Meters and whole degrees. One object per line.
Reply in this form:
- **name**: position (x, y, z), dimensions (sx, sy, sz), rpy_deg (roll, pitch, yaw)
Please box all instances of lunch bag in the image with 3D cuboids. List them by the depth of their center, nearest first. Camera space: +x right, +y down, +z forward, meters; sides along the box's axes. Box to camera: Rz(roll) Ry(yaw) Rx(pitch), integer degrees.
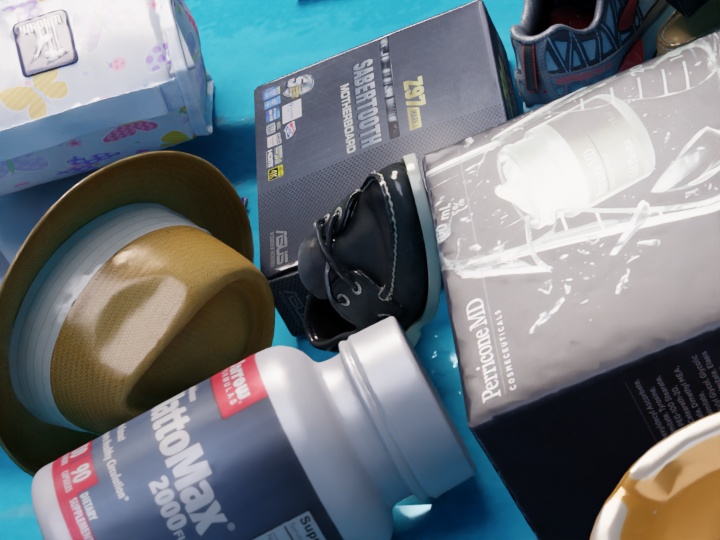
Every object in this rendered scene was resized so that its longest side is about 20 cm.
- **lunch bag**: position (-0.183, -0.122, 1.455), dimensions (0.169, 0.127, 0.200), rpy_deg (-17, 19, 3)

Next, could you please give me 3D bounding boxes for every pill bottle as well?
- **pill bottle**: position (-0.051, 0.107, 1.154), dimensions (0.200, 0.120, 0.120), rpy_deg (-28, 37, 2)

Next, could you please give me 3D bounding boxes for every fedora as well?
- **fedora**: position (-0.108, 0.035, 1.229), dimensions (0.082, 0.201, 0.201), rpy_deg (22, 60, 36)

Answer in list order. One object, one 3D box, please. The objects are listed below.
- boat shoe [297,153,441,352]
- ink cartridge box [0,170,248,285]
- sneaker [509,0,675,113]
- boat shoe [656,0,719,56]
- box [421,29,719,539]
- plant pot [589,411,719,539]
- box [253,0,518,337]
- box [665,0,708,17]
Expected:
- **boat shoe**: position (0.000, -0.002, 1.194), dimensions (0.066, 0.199, 0.075), rpy_deg (-9, 77, -8)
- **ink cartridge box**: position (-0.192, 0.016, 1.421), dimensions (0.200, 0.041, 0.200), rpy_deg (-3, 44, 31)
- **sneaker**: position (0.144, -0.171, 1.368), dimensions (0.079, 0.096, 0.200), rpy_deg (-3, 44, 31)
- **boat shoe**: position (0.247, -0.187, 1.336), dimensions (0.200, 0.076, 0.072), rpy_deg (-37, 37, -9)
- **box**: position (0.148, 0.008, 1.056), dimensions (0.196, 0.124, 0.200), rpy_deg (-24, 37, 12)
- **plant pot**: position (0.174, 0.156, 0.892), dimensions (0.200, 0.183, 0.200), rpy_deg (-18, 38, 15)
- **box**: position (0.018, -0.064, 1.366), dimensions (0.157, 0.051, 0.200), rpy_deg (-19, 38, 12)
- **box**: position (0.196, -0.272, 1.262), dimensions (0.200, 0.149, 0.124), rpy_deg (-41, 50, -2)
